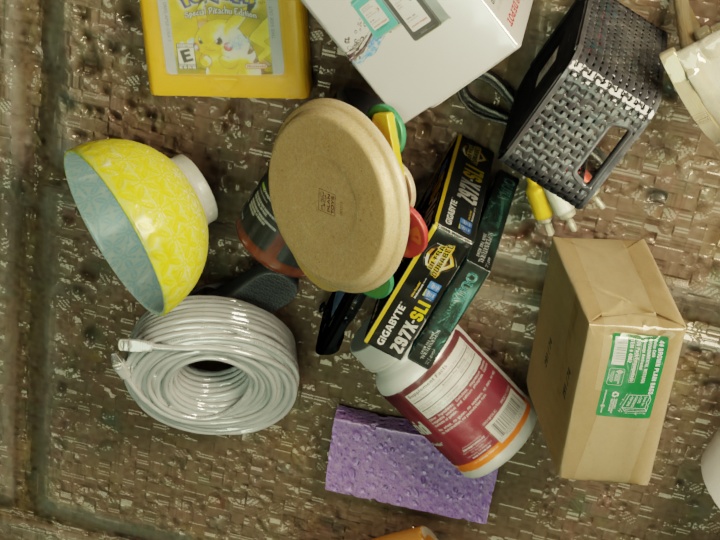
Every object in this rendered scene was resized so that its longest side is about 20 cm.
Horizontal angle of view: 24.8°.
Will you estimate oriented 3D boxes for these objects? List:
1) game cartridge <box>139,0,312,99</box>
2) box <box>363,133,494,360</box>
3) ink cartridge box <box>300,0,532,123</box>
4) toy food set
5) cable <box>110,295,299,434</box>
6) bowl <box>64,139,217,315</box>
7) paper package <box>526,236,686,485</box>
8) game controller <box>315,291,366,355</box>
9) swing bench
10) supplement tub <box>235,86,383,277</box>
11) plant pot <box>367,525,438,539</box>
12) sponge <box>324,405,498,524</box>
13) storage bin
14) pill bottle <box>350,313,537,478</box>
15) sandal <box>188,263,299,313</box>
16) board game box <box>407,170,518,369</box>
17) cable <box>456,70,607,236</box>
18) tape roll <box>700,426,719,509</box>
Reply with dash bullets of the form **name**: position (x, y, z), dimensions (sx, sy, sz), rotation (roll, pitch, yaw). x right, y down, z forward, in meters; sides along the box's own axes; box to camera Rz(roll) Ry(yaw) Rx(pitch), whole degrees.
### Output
- **game cartridge**: position (-0.142, -0.273, 1.675), dimensions (0.176, 0.032, 0.200), rotation (2, 121, 12)
- **box**: position (0.072, -0.027, 1.668), dimensions (0.049, 0.200, 0.160), rotation (28, 122, -6)
- **ink cartridge box**: position (0.046, -0.276, 1.561), dimensions (0.146, 0.147, 0.200), rotation (-32, 109, 26)
- **toy food set**: position (-0.015, -0.070, 1.593), dimensions (0.198, 0.049, 0.201), rotation (4, 107, 47)
- **cable**: position (-0.168, 0.110, 1.849), dimensions (0.199, 0.069, 0.200), rotation (-6, 140, 5)
- **bowl**: position (-0.218, -0.064, 1.747), dimensions (0.108, 0.200, 0.200), rotation (-31, 115, -19)
- **paper package**: position (0.249, 0.091, 1.694), dimensions (0.103, 0.191, 0.200), rotation (2, 121, -9)
- **game controller**: position (0.000, 0.000, 1.756), dimensions (0.042, 0.104, 0.200), rotation (28, 122, -1)
- **swing bench**: position (0.391, -0.218, 1.482), dimensions (0.199, 0.200, 0.130), rotation (-23, 112, 24)
- **supplement tub**: position (-0.042, -0.094, 1.710), dimensions (0.107, 0.107, 0.200), rotation (32, 121, -6)
- **plant pot**: position (0.023, 0.399, 1.944), dimensions (0.183, 0.200, 0.200), rotation (-29, 110, 10)
- **sponge**: position (0.061, 0.228, 1.918), dimensions (0.199, 0.030, 0.112), rotation (11, 121, 6)
- **storage bin**: position (0.212, -0.167, 1.552), dimensions (0.094, 0.200, 0.135), rotation (30, 122, -6)
- **pill bottle**: position (0.090, 0.123, 1.801), dimensions (0.114, 0.114, 0.200), rotation (-37, 106, 28)
- **sandal**: position (-0.152, 0.039, 1.852), dimensions (0.200, 0.043, 0.076), rotation (-24, 132, 24)
- **board game box**: position (0.107, -0.003, 1.672), dimensions (0.028, 0.200, 0.135), rotation (28, 123, -2)
- **cable**: position (0.179, -0.130, 1.669), dimensions (0.097, 0.050, 0.200), rotation (-29, 110, 28)
- **tape roll**: position (0.474, 0.195, 1.702), dimensions (0.202, 0.203, 0.139), rotation (25, 121, -2)
